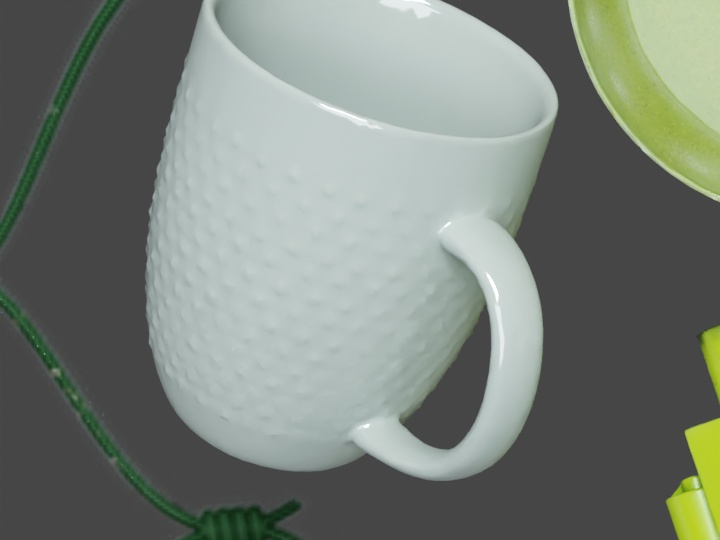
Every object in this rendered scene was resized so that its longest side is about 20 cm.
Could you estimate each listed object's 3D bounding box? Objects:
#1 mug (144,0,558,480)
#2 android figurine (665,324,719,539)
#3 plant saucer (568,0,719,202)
[{"bbox_3d":[0.000,0.000,0.950,0.200,0.147,0.176,41,125,37],"label":"mug"},{"bbox_3d":[0.209,0.105,0.964,0.182,0.041,0.201,-27,78,37],"label":"android figurine"},{"bbox_3d":[0.181,-0.119,0.926,0.199,0.031,0.201,3,105,12],"label":"plant saucer"}]
